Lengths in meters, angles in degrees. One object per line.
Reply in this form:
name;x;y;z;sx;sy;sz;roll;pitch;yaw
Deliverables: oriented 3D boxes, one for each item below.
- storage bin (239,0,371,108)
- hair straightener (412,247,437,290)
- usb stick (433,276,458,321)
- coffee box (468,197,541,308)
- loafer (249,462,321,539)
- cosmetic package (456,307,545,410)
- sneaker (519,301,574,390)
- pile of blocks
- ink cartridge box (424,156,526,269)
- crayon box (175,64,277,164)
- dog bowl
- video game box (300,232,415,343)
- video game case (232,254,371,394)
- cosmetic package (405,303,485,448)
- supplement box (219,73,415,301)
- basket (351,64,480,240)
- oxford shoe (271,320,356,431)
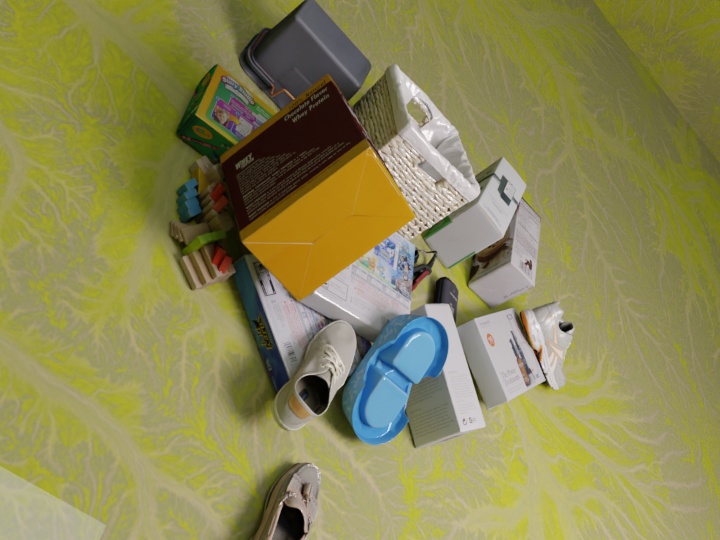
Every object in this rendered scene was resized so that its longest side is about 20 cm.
storage bin;-0.085;-0.343;1.239;0.200;0.133;0.147;42;42;-18
hair straightener;0.083;-0.007;1.287;0.078;0.041;0.199;58;39;-3
usb stick;0.146;0.100;1.297;0.055;0.032;0.203;37;44;-27
coffee box;0.291;-0.040;1.476;0.079;0.112;0.203;40;43;-22
loafer;-0.089;0.314;0.891;0.072;0.062;0.201;49;40;-13
cosmetic package;0.260;0.156;1.352;0.198;0.051;0.154;-6;70;-57
sneaker;0.383;0.148;1.436;0.076;0.090;0.203;-101;166;-57
pile of blocks;-0.210;-0.077;0.999;0.081;0.062;0.205;12;58;-42
ink cartridge box;0.225;-0.114;1.424;0.083;0.146;0.201;48;40;-10
crayon box;-0.170;-0.201;1.120;0.198;0.058;0.121;36;44;-26
dog bowl;0.047;0.152;1.069;0.111;0.049;0.202;41;80;-36
video game box;0.000;0.000;1.110;0.198;0.046;0.186;32;53;-34
video game case;-0.078;0.067;1.066;0.179;0.045;0.205;-11;76;-48
cosmetic package;0.115;0.166;1.171;0.070;0.100;0.205;3;66;-46
supplement box;-0.063;-0.114;0.986;0.133;0.195;0.202;49;10;-42
basket;0.074;-0.194;1.252;0.197;0.160;0.203;37;28;-34
oxford shoe;-0.048;0.134;0.981;0.076;0.057;0.200;50;39;-8
